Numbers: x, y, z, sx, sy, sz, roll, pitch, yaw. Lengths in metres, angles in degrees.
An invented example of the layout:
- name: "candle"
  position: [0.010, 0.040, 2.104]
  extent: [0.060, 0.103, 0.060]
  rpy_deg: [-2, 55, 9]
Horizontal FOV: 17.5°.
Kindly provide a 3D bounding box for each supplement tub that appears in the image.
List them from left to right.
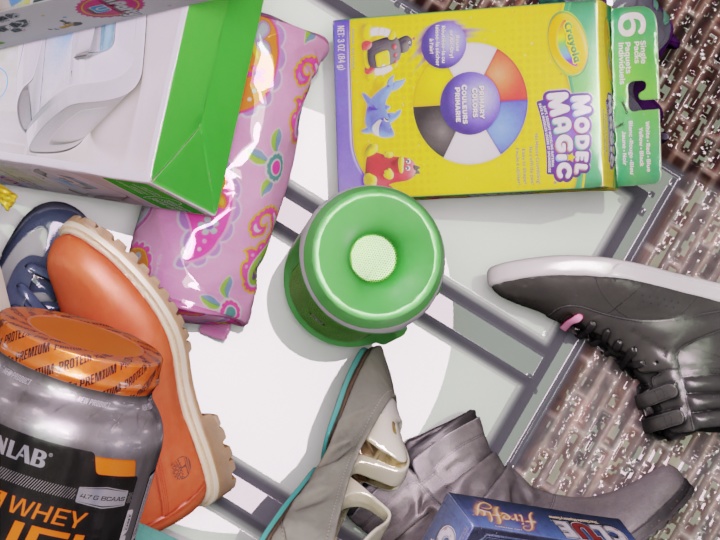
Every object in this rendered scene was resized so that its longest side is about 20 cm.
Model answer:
- name: "supplement tub"
  position: [-0.183, 0.130, 1.308]
  extent: [0.122, 0.123, 0.201]
  rpy_deg: [16, 98, -4]

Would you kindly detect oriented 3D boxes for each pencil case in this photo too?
- name: "pencil case"
  position: [-0.084, -0.061, 1.448]
  extent: [0.087, 0.087, 0.202]
  rpy_deg: [16, 85, -4]

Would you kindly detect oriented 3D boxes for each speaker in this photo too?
- name: "speaker"
  position: [0.000, 0.000, 1.389]
  extent: [0.088, 0.200, 0.089]
  rpy_deg: [0, 85, -5]

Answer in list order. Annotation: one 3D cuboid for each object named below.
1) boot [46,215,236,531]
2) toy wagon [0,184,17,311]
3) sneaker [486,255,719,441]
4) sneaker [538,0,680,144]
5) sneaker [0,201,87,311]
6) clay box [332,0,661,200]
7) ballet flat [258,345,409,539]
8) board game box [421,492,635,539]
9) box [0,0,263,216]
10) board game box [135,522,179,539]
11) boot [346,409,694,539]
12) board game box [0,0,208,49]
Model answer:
- name: "boot"
  position: [-0.154, 0.071, 1.393]
  extent: [0.107, 0.075, 0.201]
  rpy_deg: [-32, 110, -31]
- name: "toy wagon"
  position: [-0.264, 0.036, 1.396]
  extent: [0.154, 0.039, 0.201]
  rpy_deg: [18, 86, 35]
- name: "sneaker"
  position: [0.171, 0.051, 1.465]
  extent: [0.198, 0.071, 0.100]
  rpy_deg: [12, 79, -8]
- name: "sneaker"
  position: [0.162, -0.180, 1.494]
  extent: [0.087, 0.074, 0.202]
  rpy_deg: [3, 93, -20]
- name: "sneaker"
  position: [-0.202, 0.054, 1.422]
  extent: [0.070, 0.082, 0.201]
  rpy_deg: [17, 84, -13]
- name: "clay box"
  position: [0.084, -0.104, 1.442]
  extent: [0.198, 0.048, 0.116]
  rpy_deg: [-3, 88, 20]
- name: "ballet flat"
  position: [-0.005, 0.128, 1.407]
  extent: [0.063, 0.068, 0.200]
  rpy_deg: [20, 46, 10]
- name: "board game box"
  position: [0.066, 0.229, 1.386]
  extent: [0.135, 0.035, 0.201]
  rpy_deg: [12, 115, -35]
- name: "box"
  position: [-0.158, -0.148, 1.404]
  extent: [0.175, 0.097, 0.202]
  rpy_deg: [10, 82, 23]
- name: "board game box"
  position: [-0.108, 0.269, 1.397]
  extent: [0.151, 0.045, 0.201]
  rpy_deg: [25, 108, -3]
- name: "boot"
  position: [0.099, 0.140, 1.456]
  extent: [0.199, 0.070, 0.132]
  rpy_deg: [-30, 83, -11]
- name: "board game box"
  position: [-0.157, -0.216, 1.331]
  extent: [0.199, 0.064, 0.149]
  rpy_deg: [-11, 75, 20]
